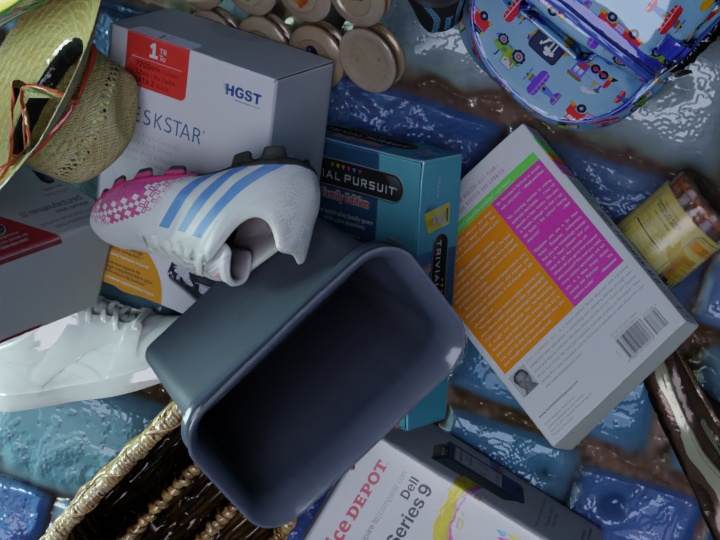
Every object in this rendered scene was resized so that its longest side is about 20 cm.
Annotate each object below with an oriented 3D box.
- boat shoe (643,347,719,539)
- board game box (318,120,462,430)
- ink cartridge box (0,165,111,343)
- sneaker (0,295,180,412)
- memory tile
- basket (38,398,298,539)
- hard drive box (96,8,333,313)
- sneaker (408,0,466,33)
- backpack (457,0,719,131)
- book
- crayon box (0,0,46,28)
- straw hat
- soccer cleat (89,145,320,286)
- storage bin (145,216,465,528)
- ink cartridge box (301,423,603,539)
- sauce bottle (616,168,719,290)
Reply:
[{"bbox_3d":[0.273,0.132,1.730,0.074,0.075,0.203,-25,105,2],"label":"boat shoe"},{"bbox_3d":[0.000,0.000,1.717,0.150,0.047,0.202,17,110,40],"label":"board game box"},{"bbox_3d":[-0.303,-0.037,1.715,0.199,0.144,0.084,31,120,24],"label":"ink cartridge box"},{"bbox_3d":[-0.209,0.035,1.790,0.198,0.074,0.116,-12,105,15],"label":"sneaker"},{"bbox_3d":[-0.060,-0.205,1.669,0.199,0.017,0.154,10,125,35],"label":"memory tile"},{"bbox_3d":[-0.128,0.182,1.773,0.143,0.149,0.200,45,107,-3],"label":"basket"},{"bbox_3d":[-0.111,-0.073,1.704,0.155,0.077,0.202,20,114,30],"label":"hard drive box"},{"bbox_3d":[0.034,-0.262,1.643,0.073,0.082,0.202,-9,66,0],"label":"sneaker"},{"bbox_3d":[0.158,-0.192,1.628,0.182,0.135,0.200,43,111,-2],"label":"backpack"},{"bbox_3d":[0.134,0.010,1.682,0.134,0.048,0.200,-45,63,16],"label":"book"},{"bbox_3d":[-0.294,-0.258,1.673,0.199,0.058,0.174,-17,98,54],"label":"crayon box"},{"bbox_3d":[-0.206,-0.113,1.652,0.085,0.201,0.201,29,110,-26],"label":"straw hat"},{"bbox_3d":[-0.114,-0.028,1.613,0.199,0.070,0.087,-12,66,36],"label":"soccer cleat"},{"bbox_3d":[-0.045,0.060,1.616,0.200,0.134,0.146,-43,127,-5],"label":"storage bin"},{"bbox_3d":[0.063,0.216,1.778,0.199,0.088,0.146,32,109,3],"label":"ink cartridge box"},{"bbox_3d":[0.186,0.010,1.713,0.066,0.066,0.200,46,111,-3],"label":"sauce bottle"}]
